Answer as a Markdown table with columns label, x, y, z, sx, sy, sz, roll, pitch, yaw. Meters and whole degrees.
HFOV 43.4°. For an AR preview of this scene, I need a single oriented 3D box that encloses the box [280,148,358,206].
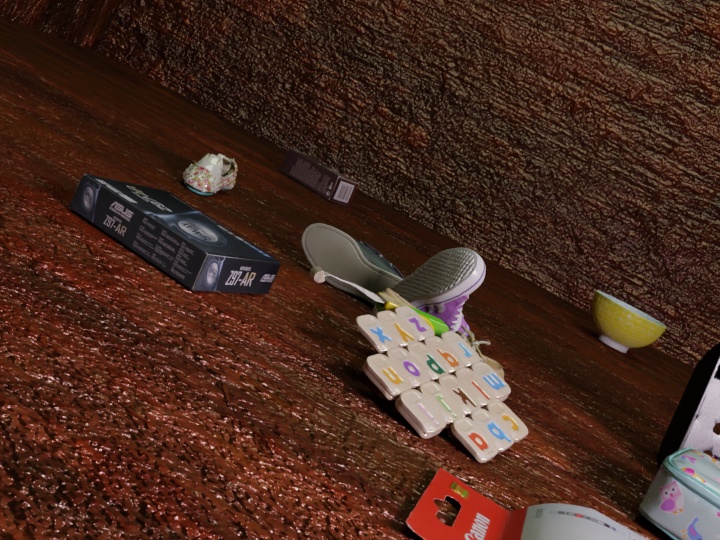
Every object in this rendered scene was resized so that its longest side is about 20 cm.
| label | x | y | z | sx | sy | sz | roll | pitch | yaw |
| --- | --- | --- | --- | --- | --- | --- | --- | --- | --- |
| box | -0.111 | -0.251 | 2.433 | 0.198 | 0.076 | 0.099 | 30 | 10 | 33 |

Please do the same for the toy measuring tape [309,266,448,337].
| label | x | y | z | sx | sy | sz | roll | pitch | yaw |
| --- | --- | --- | --- | --- | --- | --- | --- | --- | --- |
| toy measuring tape | 0.020 | 0.063 | 1.037 | 0.197 | 0.075 | 0.074 | 24 | 9 | -22 |

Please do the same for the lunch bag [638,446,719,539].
| label | x | y | z | sx | sy | sz | roll | pitch | yaw |
| --- | --- | --- | --- | --- | --- | --- | --- | --- | --- |
| lunch bag | 0.390 | 0.260 | 0.956 | 0.159 | 0.078 | 0.199 | 31 | 10 | 29 |

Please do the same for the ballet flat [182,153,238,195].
| label | x | y | z | sx | sy | sz | roll | pitch | yaw |
| --- | --- | --- | --- | --- | --- | --- | --- | --- | --- |
| ballet flat | -0.263 | -0.176 | 1.595 | 0.074 | 0.065 | 0.200 | 27 | 10 | 0 |

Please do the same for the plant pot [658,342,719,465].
| label | x | y | z | sx | sy | sz | roll | pitch | yaw |
| --- | --- | --- | --- | --- | --- | --- | --- | --- | --- |
| plant pot | 0.513 | 0.220 | 1.216 | 0.196 | 0.203 | 0.177 | 26 | -2 | 3 |

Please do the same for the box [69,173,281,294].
| label | x | y | z | sx | sy | sz | roll | pitch | yaw |
| --- | --- | --- | --- | --- | --- | --- | --- | --- | --- |
| box | -0.210 | -0.040 | 1.041 | 0.198 | 0.044 | 0.160 | 31 | 9 | 23 |

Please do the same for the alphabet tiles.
| label | x | y | z | sx | sy | sz | roll | pitch | yaw |
| --- | --- | --- | --- | --- | --- | --- | --- | --- | --- |
| alphabet tiles | 0.083 | 0.113 | 0.938 | 0.196 | 0.015 | 0.199 | 45 | 25 | 21 |

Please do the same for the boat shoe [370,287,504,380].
| label | x | y | z | sx | sy | sz | roll | pitch | yaw |
| --- | --- | --- | --- | --- | --- | --- | --- | --- | --- |
| boat shoe | 0.103 | 0.090 | 1.139 | 0.197 | 0.064 | 0.073 | 25 | 8 | -15 |

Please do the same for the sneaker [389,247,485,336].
| label | x | y | z | sx | sy | sz | roll | pitch | yaw |
| --- | --- | --- | --- | --- | --- | --- | --- | --- | --- |
| sneaker | 0.121 | 0.040 | 1.193 | 0.113 | 0.074 | 0.199 | 31 | -32 | -21 |

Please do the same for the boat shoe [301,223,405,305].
| label | x | y | z | sx | sy | sz | roll | pitch | yaw |
| --- | --- | --- | --- | --- | --- | --- | --- | --- | --- |
| boat shoe | 0.001 | -0.002 | 1.341 | 0.197 | 0.076 | 0.066 | 29 | 7 | 12 |

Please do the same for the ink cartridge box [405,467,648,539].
| label | x | y | z | sx | sy | sz | roll | pitch | yaw |
| --- | --- | --- | --- | --- | --- | --- | --- | --- | --- |
| ink cartridge box | 0.141 | 0.201 | 0.672 | 0.198 | 0.051 | 0.162 | 32 | 10 | 11 |

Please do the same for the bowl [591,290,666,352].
| label | x | y | z | sx | sy | sz | roll | pitch | yaw |
| --- | --- | --- | --- | --- | --- | --- | --- | --- | --- |
| bowl | 0.665 | 0.143 | 2.307 | 0.197 | 0.109 | 0.200 | 26 | 9 | -4 |
